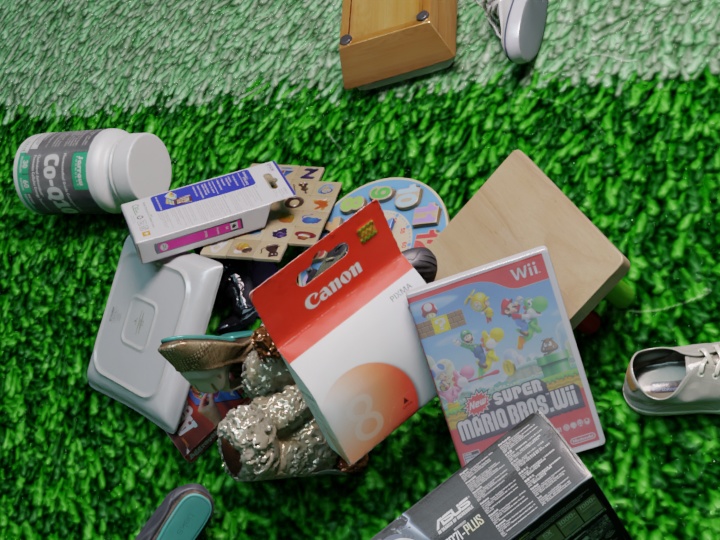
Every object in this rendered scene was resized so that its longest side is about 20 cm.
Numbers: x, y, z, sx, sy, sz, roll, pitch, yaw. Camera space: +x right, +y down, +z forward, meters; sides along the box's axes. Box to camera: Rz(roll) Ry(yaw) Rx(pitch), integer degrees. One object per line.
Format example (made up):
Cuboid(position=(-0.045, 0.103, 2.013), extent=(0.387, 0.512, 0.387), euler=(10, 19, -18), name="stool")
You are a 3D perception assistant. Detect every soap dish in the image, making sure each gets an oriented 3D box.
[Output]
Cuboid(position=(0.047, -0.340, 1.603), extent=(0.155, 0.081, 0.202), euler=(-12, 52, 22), name="soap dish")

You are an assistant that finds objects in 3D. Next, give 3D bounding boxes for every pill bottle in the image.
Cuboid(position=(-0.361, -0.133, 1.666), extent=(0.197, 0.113, 0.114), euler=(-1, 58, 29), name="pill bottle")

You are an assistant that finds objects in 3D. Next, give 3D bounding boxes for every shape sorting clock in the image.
Cuboid(position=(0.013, -0.025, 1.430), extent=(0.197, 0.039, 0.202), euler=(-15, 52, 20), name="shape sorting clock")

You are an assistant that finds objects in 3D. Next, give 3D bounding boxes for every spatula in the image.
Cuboid(position=(-0.087, 0.062, 1.437), extent=(0.056, 0.021, 0.201), euler=(-41, 49, 6), name="spatula")

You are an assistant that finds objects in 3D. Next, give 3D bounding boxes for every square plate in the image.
Cuboid(position=(-0.253, 0.066, 1.459), extent=(0.197, 0.028, 0.203), euler=(18, 92, 45), name="square plate")

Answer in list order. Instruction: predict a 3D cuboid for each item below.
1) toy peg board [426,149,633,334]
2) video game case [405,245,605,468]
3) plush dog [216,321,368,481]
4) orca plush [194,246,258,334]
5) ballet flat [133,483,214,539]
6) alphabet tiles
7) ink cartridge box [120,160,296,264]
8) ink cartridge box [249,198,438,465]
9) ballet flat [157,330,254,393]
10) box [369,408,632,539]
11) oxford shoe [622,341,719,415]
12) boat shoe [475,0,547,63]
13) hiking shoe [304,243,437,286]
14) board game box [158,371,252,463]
Cuboid(position=(0.172, 0.019, 1.291), extent=(0.200, 0.097, 0.201), euler=(-48, 46, 12), name="toy peg board")
Cuboid(position=(0.140, 0.093, 1.181), extent=(0.141, 0.203, 0.017), euler=(-18, 10, 5), name="video game case")
Cuboid(position=(-0.073, 0.127, 1.289), extent=(0.158, 0.200, 0.175), euler=(-2, 83, -6), name="plush dog")
Cuboid(position=(-0.180, -0.006, 1.484), extent=(0.105, 0.071, 0.202), euler=(-41, 40, 29), name="orca plush")
Cuboid(position=(-0.227, 0.313, 1.318), extent=(0.073, 0.073, 0.201), euler=(29, 81, 40), name="ballet flat")
Cuboid(position=(-0.116, -0.073, 1.495), extent=(0.164, 0.006, 0.201), euler=(4, 37, 14), name="alphabet tiles")
Cuboid(position=(-0.180, -0.072, 1.469), extent=(0.197, 0.037, 0.095), euler=(-19, 37, -12), name="ink cartridge box")
Cuboid(position=(0.005, 0.060, 1.175), extent=(0.161, 0.202, 0.050), euler=(-36, 33, -17), name="ink cartridge box")
Cuboid(position=(-0.152, 0.101, 1.345), extent=(0.070, 0.199, 0.066), euler=(-5, 87, 25), name="ballet flat")
Cuboid(position=(0.126, 0.246, 1.094), extent=(0.199, 0.164, 0.086), euler=(-38, 48, 1), name="box")
Cuboid(position=(0.340, 0.095, 1.152), extent=(0.197, 0.058, 0.076), euler=(-10, 51, 21), name="oxford shoe")
Cuboid(position=(0.181, -0.333, 1.528), extent=(0.085, 0.075, 0.204), euler=(-4, 54, 26), name="boat shoe")
Cuboid(position=(0.000, 0.000, 1.332), extent=(0.199, 0.075, 0.102), euler=(-26, 59, 39), name="hiking shoe")
Cuboid(position=(-0.213, 0.128, 1.464), extent=(0.103, 0.019, 0.200), euler=(-44, 48, -3), name="board game box")
